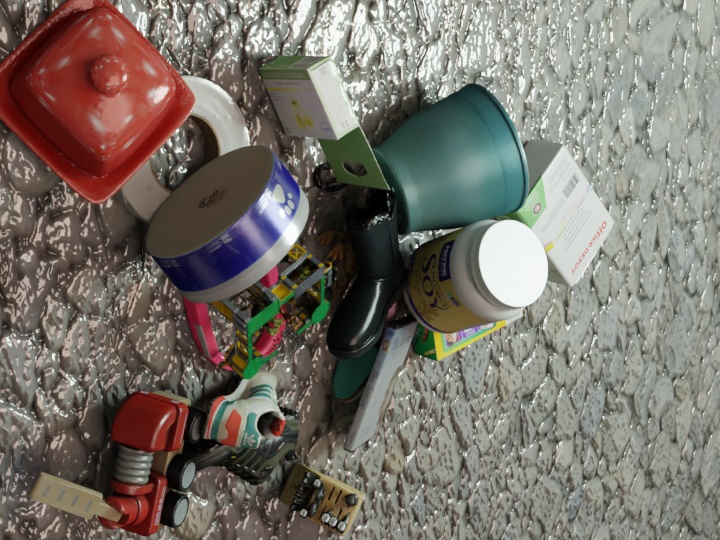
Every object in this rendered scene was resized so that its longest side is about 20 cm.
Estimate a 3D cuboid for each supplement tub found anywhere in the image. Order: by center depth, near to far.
[{"bbox_3d":[0.166,0.009,1.692,0.143,0.199,0.148,7,76,-28],"label":"supplement tub"}]

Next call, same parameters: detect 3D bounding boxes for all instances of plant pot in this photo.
[{"bbox_3d":[0.116,-0.146,1.697,0.186,0.200,0.203,-24,115,-17],"label":"plant pot"}]

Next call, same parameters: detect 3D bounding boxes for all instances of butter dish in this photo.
[{"bbox_3d":[-0.302,-0.214,1.346,0.200,0.147,0.200,46,70,-14],"label":"butter dish"}]

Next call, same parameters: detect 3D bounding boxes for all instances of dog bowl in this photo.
[{"bbox_3d":[-0.165,-0.060,1.432,0.201,0.199,0.079,-49,123,-19],"label":"dog bowl"}]

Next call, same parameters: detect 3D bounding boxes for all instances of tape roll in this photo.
[{"bbox_3d":[-0.236,-0.152,1.506,0.200,0.037,0.206,-11,107,-36],"label":"tape roll"}]

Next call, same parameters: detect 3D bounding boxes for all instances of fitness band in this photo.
[{"bbox_3d":[-0.173,0.043,1.605,0.143,0.037,0.203,-26,117,-34],"label":"fitness band"}]

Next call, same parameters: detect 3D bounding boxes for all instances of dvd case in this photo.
[{"bbox_3d":[0.034,0.166,1.737,0.203,0.017,0.142,-70,165,10],"label":"dvd case"}]

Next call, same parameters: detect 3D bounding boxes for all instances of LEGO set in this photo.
[{"bbox_3d":[-0.138,0.034,1.562,0.200,0.115,0.155,-42,153,-22],"label":"LEGO set"}]

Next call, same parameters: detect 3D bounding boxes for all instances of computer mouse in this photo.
[{"bbox_3d":[-0.082,-0.103,1.642,0.199,0.034,0.059,-31,117,-30],"label":"computer mouse"}]

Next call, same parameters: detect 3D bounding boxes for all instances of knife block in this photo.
[{"bbox_3d":[-0.029,0.351,1.697,0.199,0.175,0.065,33,81,-38],"label":"knife block"}]

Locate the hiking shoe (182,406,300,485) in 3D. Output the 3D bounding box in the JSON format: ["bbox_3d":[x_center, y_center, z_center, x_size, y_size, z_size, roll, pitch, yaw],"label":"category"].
[{"bbox_3d":[-0.164,0.264,1.635,0.198,0.075,0.103,-15,106,-36],"label":"hiking shoe"}]

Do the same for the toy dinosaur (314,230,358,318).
[{"bbox_3d":[-0.015,-0.021,1.712,0.202,0.060,0.106,-62,141,-16],"label":"toy dinosaur"}]

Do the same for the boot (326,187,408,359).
[{"bbox_3d":[0.000,0.000,1.621,0.201,0.075,0.170,-53,144,-38],"label":"boot"}]

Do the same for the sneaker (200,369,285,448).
[{"bbox_3d":[-0.139,0.196,1.580,0.200,0.092,0.071,-32,141,-70],"label":"sneaker"}]

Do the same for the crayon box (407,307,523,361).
[{"bbox_3d":[0.169,0.049,1.859,0.198,0.058,0.121,-24,114,-32],"label":"crayon box"}]

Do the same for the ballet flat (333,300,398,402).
[{"bbox_3d":[0.019,0.107,1.757,0.071,0.068,0.203,20,87,-59],"label":"ballet flat"}]

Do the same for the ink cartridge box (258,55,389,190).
[{"bbox_3d":[-0.050,-0.191,1.564,0.048,0.145,0.202,-33,114,-23],"label":"ink cartridge box"}]

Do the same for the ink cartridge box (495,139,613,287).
[{"bbox_3d":[0.318,-0.094,1.927,0.146,0.083,0.200,-53,126,-16],"label":"ink cartridge box"}]

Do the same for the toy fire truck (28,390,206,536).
[{"bbox_3d":[-0.305,0.246,1.465,0.200,0.127,0.179,2,101,-72],"label":"toy fire truck"}]
